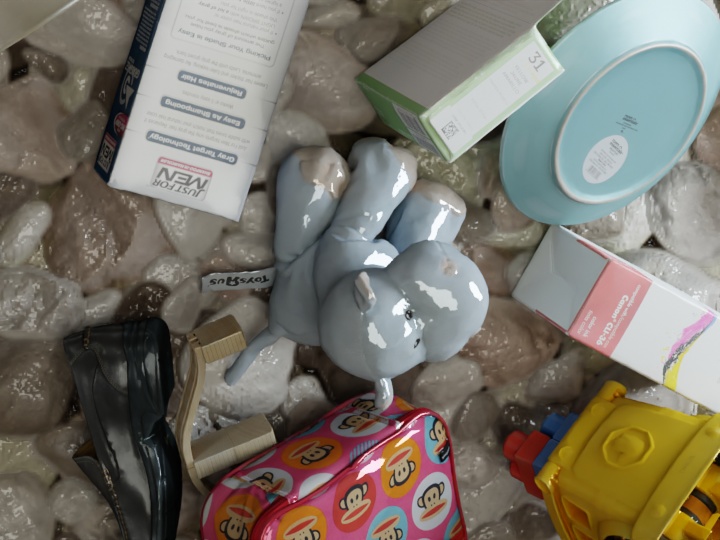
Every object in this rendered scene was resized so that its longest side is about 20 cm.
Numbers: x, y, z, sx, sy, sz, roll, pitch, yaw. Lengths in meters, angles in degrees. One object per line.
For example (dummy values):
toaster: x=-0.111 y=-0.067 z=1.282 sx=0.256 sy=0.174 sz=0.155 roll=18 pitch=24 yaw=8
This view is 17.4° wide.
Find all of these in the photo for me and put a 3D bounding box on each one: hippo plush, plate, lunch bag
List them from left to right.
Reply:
lunch bag: x=-0.015 y=0.199 z=1.691 sx=0.200 sy=0.082 sz=0.176 roll=-31 pitch=124 yaw=-34
hippo plush: x=0.000 y=0.000 z=1.632 sx=0.200 sy=0.161 sz=0.159 roll=-18 pitch=109 yaw=-12
plate: x=0.187 y=-0.110 z=1.687 sx=0.200 sy=0.026 sz=0.200 roll=-23 pitch=137 yaw=-23

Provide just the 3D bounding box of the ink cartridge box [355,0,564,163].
ink cartridge box: x=0.103 y=-0.166 z=1.630 sx=0.200 sy=0.146 sz=0.048 roll=-38 pitch=112 yaw=-5

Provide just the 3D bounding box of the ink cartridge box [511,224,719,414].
ink cartridge box: x=0.225 y=0.047 z=1.739 sx=0.200 sy=0.116 sz=0.068 roll=27 pitch=95 yaw=-21

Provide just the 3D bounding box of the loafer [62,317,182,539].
loafer: x=-0.168 y=0.130 z=1.672 sx=0.072 sy=0.073 sz=0.200 roll=-1 pitch=102 yaw=5

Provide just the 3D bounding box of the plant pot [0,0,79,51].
plant pot: x=-0.277 y=-0.216 z=1.475 sx=0.200 sy=0.200 sz=0.174 roll=-32 pitch=106 yaw=-7

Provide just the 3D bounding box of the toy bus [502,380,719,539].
toy bus: x=0.202 y=0.180 z=1.754 sx=0.136 sy=0.192 sz=0.200 roll=-52 pitch=143 yaw=-23

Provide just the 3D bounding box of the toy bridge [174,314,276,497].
toy bridge: x=-0.094 y=0.126 z=1.678 sx=0.067 sy=0.027 sz=0.200 roll=-22 pitch=127 yaw=-11

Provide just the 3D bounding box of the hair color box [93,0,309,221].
hair color box: x=-0.105 y=-0.145 z=1.615 sx=0.100 sy=0.061 sz=0.200 roll=16 pitch=99 yaw=-20
